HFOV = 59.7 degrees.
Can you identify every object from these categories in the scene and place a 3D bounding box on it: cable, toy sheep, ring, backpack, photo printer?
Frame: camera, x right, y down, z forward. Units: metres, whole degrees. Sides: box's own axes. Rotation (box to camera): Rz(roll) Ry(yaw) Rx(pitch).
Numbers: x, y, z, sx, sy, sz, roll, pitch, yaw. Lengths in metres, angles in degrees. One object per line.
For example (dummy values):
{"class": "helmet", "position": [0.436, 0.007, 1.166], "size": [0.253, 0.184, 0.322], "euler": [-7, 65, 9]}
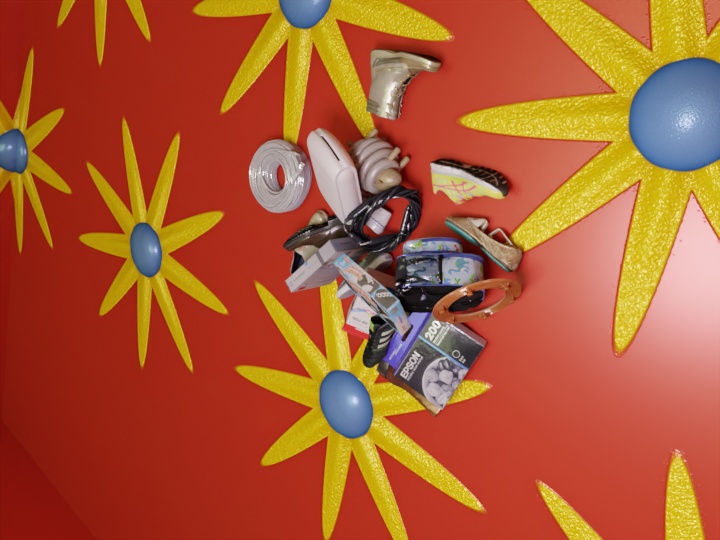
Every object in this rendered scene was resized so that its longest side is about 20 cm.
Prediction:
{"class": "cable", "position": [0.068, -0.119, 1.493], "size": [0.199, 0.163, 0.051], "euler": [-37, 38, 13]}
{"class": "toy sheep", "position": [0.031, -0.261, 1.514], "size": [0.200, 0.137, 0.139], "euler": [48, 125, 36]}
{"class": "ring", "position": [0.253, 0.073, 1.358], "size": [0.200, 0.199, 0.019], "euler": [-35, 56, 37]}
{"class": "cable", "position": [-0.226, -0.264, 1.751], "size": [0.199, 0.069, 0.201], "euler": [36, 120, 29]}
{"class": "backpack", "position": [0.178, 0.010, 1.402], "size": [0.198, 0.183, 0.149], "euler": [1, 72, 5]}
{"class": "photo printer", "position": [-0.060, -0.228, 1.489], "size": [0.167, 0.069, 0.201], "euler": [56, 168, 33]}

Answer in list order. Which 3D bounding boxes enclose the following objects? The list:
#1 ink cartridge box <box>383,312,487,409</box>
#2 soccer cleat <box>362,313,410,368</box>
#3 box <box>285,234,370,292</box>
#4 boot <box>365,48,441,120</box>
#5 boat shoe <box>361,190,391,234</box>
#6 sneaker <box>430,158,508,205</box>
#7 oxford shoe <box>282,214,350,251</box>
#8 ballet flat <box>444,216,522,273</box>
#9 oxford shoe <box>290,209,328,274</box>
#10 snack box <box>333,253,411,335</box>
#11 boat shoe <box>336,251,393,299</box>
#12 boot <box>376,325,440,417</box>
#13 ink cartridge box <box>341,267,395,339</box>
{"class": "ink cartridge box", "position": [0.167, 0.196, 1.502], "size": [0.199, 0.043, 0.199], "euler": [34, 110, 13]}
{"class": "soccer cleat", "position": [0.045, 0.152, 1.526], "size": [0.201, 0.081, 0.068], "euler": [-61, 42, 20]}
{"class": "box", "position": [-0.079, -0.018, 1.629], "size": [0.200, 0.155, 0.041], "euler": [-41, 71, 37]}
{"class": "boot", "position": [0.095, -0.429, 1.461], "size": [0.199, 0.072, 0.156], "euler": [22, 112, 39]}
{"class": "boat shoe", "position": [0.002, -0.169, 1.600], "size": [0.200, 0.073, 0.067], "euler": [41, 93, 26]}
{"class": "sneaker", "position": [0.241, -0.185, 1.400], "size": [0.199, 0.078, 0.091], "euler": [26, 122, 38]}
{"class": "oxford shoe", "position": [-0.109, -0.082, 1.654], "size": [0.198, 0.073, 0.085], "euler": [-19, 109, 11]}
{"class": "ballet flat", "position": [0.280, -0.075, 1.402], "size": [0.200, 0.070, 0.065], "euler": [41, 94, 22]}
{"class": "oxford shoe", "position": [-0.139, -0.069, 1.717], "size": [0.071, 0.074, 0.202], "euler": [31, 117, 30]}
{"class": "snack box", "position": [0.027, 0.053, 1.423], "size": [0.037, 0.116, 0.200], "euler": [-42, 53, -10]}
{"class": "boat shoe", "position": [0.000, 0.000, 1.627], "size": [0.200, 0.070, 0.067], "euler": [-42, 65, 35]}
{"class": "boot", "position": [0.151, 0.238, 1.557], "size": [0.199, 0.068, 0.190], "euler": [34, 110, 23]}
{"class": "ink cartridge box", "position": [0.032, 0.106, 1.588], "size": [0.115, 0.067, 0.201], "euler": [20, 116, -5]}
